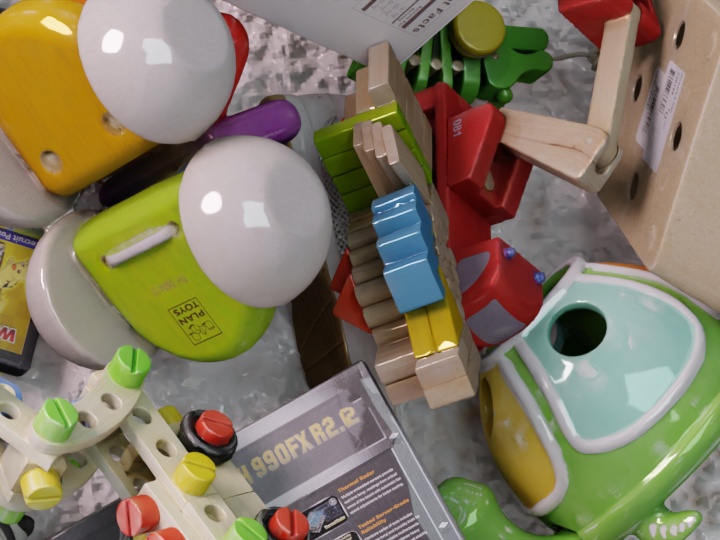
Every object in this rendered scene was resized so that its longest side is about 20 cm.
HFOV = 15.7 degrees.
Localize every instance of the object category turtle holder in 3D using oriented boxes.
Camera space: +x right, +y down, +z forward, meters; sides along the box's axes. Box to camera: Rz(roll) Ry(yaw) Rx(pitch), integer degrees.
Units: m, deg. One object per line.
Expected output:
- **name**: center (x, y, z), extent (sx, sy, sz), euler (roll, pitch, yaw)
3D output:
- **turtle holder**: center (0.118, 0.079, 1.363), extent (0.132, 0.141, 0.186), euler (44, 104, -5)

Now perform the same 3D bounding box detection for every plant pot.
- **plant pot**: center (0.235, -0.066, 1.364), extent (0.177, 0.200, 0.200), euler (12, 109, -12)

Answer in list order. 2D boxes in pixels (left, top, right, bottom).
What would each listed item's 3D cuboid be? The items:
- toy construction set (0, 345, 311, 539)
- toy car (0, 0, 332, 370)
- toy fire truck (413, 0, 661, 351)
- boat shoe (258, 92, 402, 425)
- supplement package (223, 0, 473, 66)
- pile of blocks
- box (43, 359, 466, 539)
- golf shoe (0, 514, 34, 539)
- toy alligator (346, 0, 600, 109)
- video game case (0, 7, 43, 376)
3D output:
- **toy construction set**: center (-0.103, 0.120, 1.198), extent (0.131, 0.092, 0.200), euler (-11, 68, -47)
- **toy car**: center (-0.094, -0.057, 1.276), extent (0.200, 0.175, 0.150), euler (59, 41, -7)
- **toy fire truck**: center (0.086, -0.061, 1.339), extent (0.049, 0.141, 0.201), euler (37, 43, -44)
- **boat shoe**: center (0.000, 0.000, 1.363), extent (0.069, 0.071, 0.201), euler (-10, 82, -23)
- **supplement package**: center (-0.032, -0.198, 1.286), extent (0.200, 0.109, 0.114), euler (22, 42, -39)
- **pile of blocks**: center (0.006, -0.019, 1.279), extent (0.062, 0.082, 0.200), euler (-20, 55, 13)
- **box**: center (-0.046, 0.160, 1.286), extent (0.200, 0.048, 0.159), euler (-30, 88, -2)
- **golf shoe**: center (-0.227, 0.063, 1.269), extent (0.092, 0.072, 0.201), euler (-29, 101, -47)
- **toy alligator**: center (0.060, -0.111, 1.416), extent (0.199, 0.059, 0.054), euler (11, 74, -17)
- **video game case**: center (-0.242, -0.060, 1.314), extent (0.199, 0.025, 0.181), euler (17, 72, -16)
